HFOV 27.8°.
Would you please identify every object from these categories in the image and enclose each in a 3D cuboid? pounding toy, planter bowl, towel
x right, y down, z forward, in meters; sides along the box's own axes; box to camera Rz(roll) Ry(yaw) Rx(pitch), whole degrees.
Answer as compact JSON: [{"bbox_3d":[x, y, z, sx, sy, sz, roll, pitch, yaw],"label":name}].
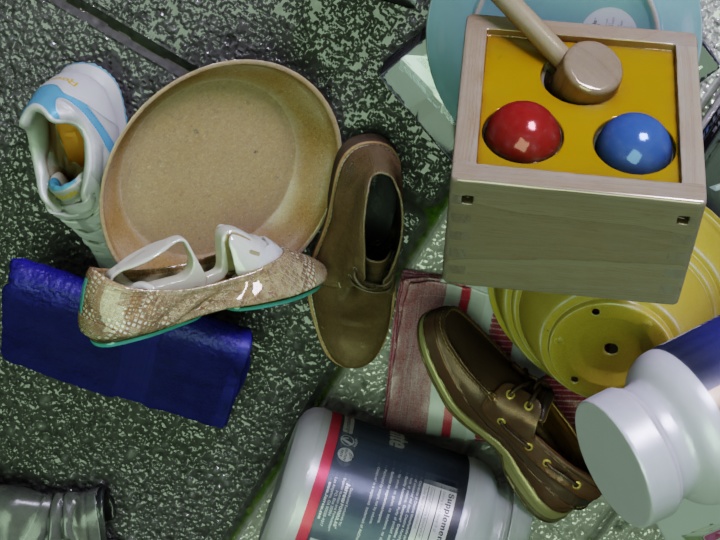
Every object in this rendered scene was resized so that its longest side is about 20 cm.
[{"bbox_3d":[0.128,-0.106,0.961,0.183,0.201,0.143,5,141,3],"label":"pounding toy"},{"bbox_3d":[0.189,0.037,1.086,0.199,0.084,0.201,6,127,9],"label":"planter bowl"},{"bbox_3d":[-0.186,0.055,1.165,0.199,0.050,0.148,17,146,-5],"label":"towel"},{"bbox_3d":[0.122,0.079,1.190,0.199,0.023,0.145,6,112,2],"label":"towel"}]

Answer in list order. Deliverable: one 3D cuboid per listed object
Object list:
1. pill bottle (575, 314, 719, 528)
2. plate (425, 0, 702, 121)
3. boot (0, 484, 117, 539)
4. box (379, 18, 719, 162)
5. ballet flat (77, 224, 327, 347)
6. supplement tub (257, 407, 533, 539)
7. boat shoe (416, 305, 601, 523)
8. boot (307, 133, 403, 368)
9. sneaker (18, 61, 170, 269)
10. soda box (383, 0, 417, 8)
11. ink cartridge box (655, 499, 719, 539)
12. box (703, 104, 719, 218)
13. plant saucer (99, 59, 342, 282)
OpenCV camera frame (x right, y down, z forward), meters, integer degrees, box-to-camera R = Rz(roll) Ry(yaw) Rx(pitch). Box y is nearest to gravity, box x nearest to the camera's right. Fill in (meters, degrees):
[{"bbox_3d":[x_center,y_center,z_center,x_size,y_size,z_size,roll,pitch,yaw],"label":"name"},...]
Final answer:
[{"bbox_3d":[0.256,0.092,1.005,0.199,0.116,0.116,-25,109,-15],"label":"pill bottle"},{"bbox_3d":[0.145,-0.164,1.038,0.199,0.026,0.201,2,111,5],"label":"plate"},{"bbox_3d":[-0.283,0.277,1.279,0.130,0.068,0.201,8,113,-4],"label":"boot"},{"bbox_3d":[0.139,-0.154,1.083,0.200,0.050,0.158,-38,104,17],"label":"box"},{"bbox_3d":[-0.114,0.002,1.082,0.199,0.070,0.066,-16,114,-28],"label":"ballet flat"},{"bbox_3d":[0.026,0.204,1.182,0.199,0.140,0.141,19,111,-3],"label":"supplement tub"},{"bbox_3d":[0.122,0.104,1.136,0.067,0.072,0.200,-31,100,39],"label":"boat shoe"},{"bbox_3d":[0.000,0.000,1.137,0.073,0.076,0.201,-1,119,-12],"label":"boot"},{"bbox_3d":[-0.205,-0.054,1.123,0.076,0.081,0.201,-8,115,28],"label":"sneaker"},{"bbox_3d":[0.037,-0.294,1.027,0.063,0.071,0.201,15,112,0],"label":"soda box"},{"bbox_3d":[0.308,0.183,1.155,0.144,0.085,0.200,-24,122,13],"label":"ink cartridge box"},{"bbox_3d":[0.330,-0.027,1.119,0.199,0.050,0.199,29,112,-7],"label":"box"},{"bbox_3d":[-0.109,-0.072,1.104,0.199,0.035,0.201,-17,127,-24],"label":"plant saucer"}]
